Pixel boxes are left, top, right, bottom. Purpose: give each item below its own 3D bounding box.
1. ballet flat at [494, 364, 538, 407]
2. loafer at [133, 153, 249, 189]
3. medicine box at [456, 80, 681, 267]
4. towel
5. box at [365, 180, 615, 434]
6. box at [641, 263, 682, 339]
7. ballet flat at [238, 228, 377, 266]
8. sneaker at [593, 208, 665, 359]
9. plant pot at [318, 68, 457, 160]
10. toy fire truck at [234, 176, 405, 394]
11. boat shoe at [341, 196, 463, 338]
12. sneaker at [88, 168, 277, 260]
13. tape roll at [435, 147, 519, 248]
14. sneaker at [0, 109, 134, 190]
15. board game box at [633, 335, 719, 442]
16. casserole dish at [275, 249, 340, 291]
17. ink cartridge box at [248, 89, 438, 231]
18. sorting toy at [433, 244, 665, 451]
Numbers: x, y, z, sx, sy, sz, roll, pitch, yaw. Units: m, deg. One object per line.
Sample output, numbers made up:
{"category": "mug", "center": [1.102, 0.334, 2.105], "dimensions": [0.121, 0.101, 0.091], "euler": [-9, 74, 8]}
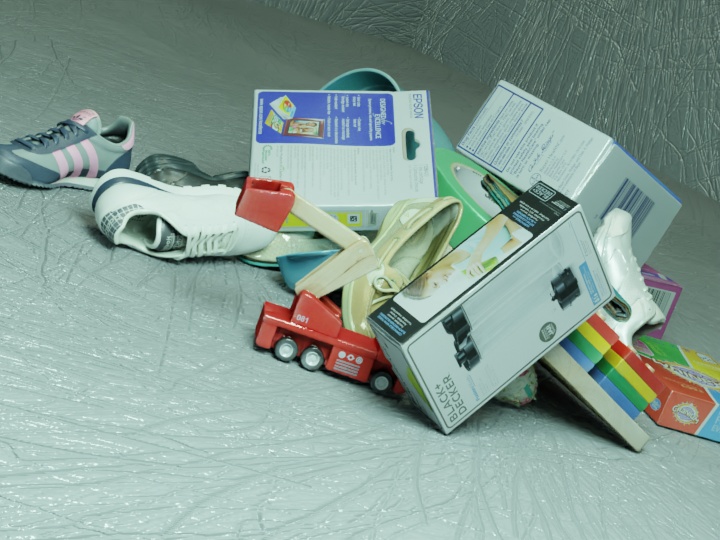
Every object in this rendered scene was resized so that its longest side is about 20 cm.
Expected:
{"category": "ballet flat", "center": [0.108, 0.075, 1.512], "dimensions": [0.064, 0.076, 0.200], "euler": [50, -1, -37]}
{"category": "loafer", "center": [-0.148, -0.064, 1.644], "dimensions": [0.198, 0.073, 0.073], "euler": [8, 40, -32]}
{"category": "medicine box", "center": [0.245, -0.112, 1.817], "dimensions": [0.182, 0.103, 0.200], "euler": [31, 5, -46]}
{"category": "towel", "center": [0.198, -0.025, 1.582], "dimensions": [0.146, 0.022, 0.200], "euler": [38, 10, -21]}
{"category": "box", "center": [0.114, 0.032, 1.321], "dimensions": [0.060, 0.199, 0.117], "euler": [39, -19, 50]}
{"category": "box", "center": [0.258, 0.010, 1.890], "dimensions": [0.175, 0.098, 0.200], "euler": [12, 16, -34]}
{"category": "ballet flat", "center": [-0.052, -0.044, 1.650], "dimensions": [0.067, 0.063, 0.199], "euler": [30, 23, 37]}
{"category": "sneaker", "center": [0.286, 0.029, 1.683], "dimensions": [0.098, 0.202, 0.078], "euler": [12, -22, 4]}
{"category": "plant pot", "center": [0.033, -0.107, 1.834], "dimensions": [0.187, 0.201, 0.200], "euler": [30, 5, -41]}
{"category": "toy fire truck", "center": [-0.028, 0.014, 1.343], "dimensions": [0.198, 0.142, 0.049], "euler": [19, 14, -8]}
{"category": "boat shoe", "center": [0.041, 0.001, 1.471], "dimensions": [0.063, 0.074, 0.201], "euler": [-12, 32, 35]}
{"category": "sneaker", "center": [-0.167, -0.040, 1.512], "dimensions": [0.198, 0.077, 0.081], "euler": [6, 28, -30]}
{"category": "tape roll", "center": [0.142, -0.051, 1.679], "dimensions": [0.200, 0.048, 0.201], "euler": [35, 18, -13]}
{"category": "sneaker", "center": [-0.310, -0.131, 1.590], "dimensions": [0.070, 0.083, 0.199], "euler": [28, 15, 26]}
{"category": "board game box", "center": [0.359, 0.130, 1.702], "dimensions": [0.152, 0.041, 0.200], "euler": [17, 14, -19]}
{"category": "casserole dish", "center": [0.000, 0.000, 1.577], "dimensions": [0.120, 0.039, 0.199], "euler": [-4, -2, 34]}
{"category": "ink cartridge box", "center": [-0.020, -0.120, 1.649], "dimensions": [0.198, 0.047, 0.199], "euler": [2, 43, -2]}
{"category": "sorting toy", "center": [0.191, 0.055, 1.500], "dimensions": [0.199, 0.070, 0.200], "euler": [43, 1, -35]}
